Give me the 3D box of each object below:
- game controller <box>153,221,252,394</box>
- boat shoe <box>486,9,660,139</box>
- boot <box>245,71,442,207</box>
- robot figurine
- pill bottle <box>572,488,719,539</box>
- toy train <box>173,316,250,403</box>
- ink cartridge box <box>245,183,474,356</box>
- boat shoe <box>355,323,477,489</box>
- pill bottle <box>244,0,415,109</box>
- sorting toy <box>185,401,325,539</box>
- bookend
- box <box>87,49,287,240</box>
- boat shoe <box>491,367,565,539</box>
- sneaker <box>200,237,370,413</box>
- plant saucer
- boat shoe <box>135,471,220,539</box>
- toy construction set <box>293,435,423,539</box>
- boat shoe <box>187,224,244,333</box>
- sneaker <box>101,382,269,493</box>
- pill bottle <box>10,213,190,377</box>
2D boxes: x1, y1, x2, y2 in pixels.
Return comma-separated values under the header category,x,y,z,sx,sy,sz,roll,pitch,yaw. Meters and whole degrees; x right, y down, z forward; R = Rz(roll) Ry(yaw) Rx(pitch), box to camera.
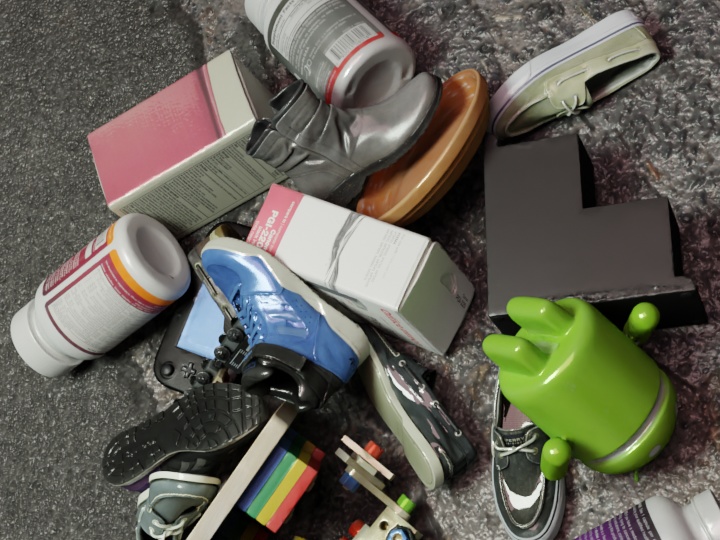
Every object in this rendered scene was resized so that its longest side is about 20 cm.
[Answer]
category,x,y,z,sx,sy,sz,roll,pitch,yaw
game controller,-0.155,0.046,1.482,0.104,0.042,0.202,16,78,28
boat shoe,0.219,-0.196,1.388,0.199,0.072,0.062,-35,58,5
boot,-0.019,-0.159,1.398,0.200,0.131,0.070,-44,25,16
robot figurine,0.208,0.106,1.220,0.176,0.200,0.115,-55,20,-15
pill bottle,0.240,0.274,1.174,0.199,0.112,0.113,-31,61,11
toy train,-0.160,0.126,1.416,0.200,0.046,0.034,-53,13,31
ink cartridge box,0.000,0.000,1.368,0.199,0.146,0.085,19,77,29
boat shoe,0.054,0.125,1.346,0.066,0.075,0.200,-21,50,-16
pill bottle,-0.038,-0.263,1.506,0.114,0.114,0.200,-45,59,3
sorting toy,-0.108,0.235,1.313,0.069,0.199,0.201,35,89,1
bookend,0.228,-0.044,1.314,0.197,0.092,0.202,-9,66,19
box,-0.188,-0.136,1.516,0.199,0.128,0.110,-29,61,11
boat shoe,0.152,0.162,1.281,0.071,0.071,0.202,-11,66,20
sneaker,-0.098,0.058,1.317,0.199,0.077,0.111,37,60,5
plant saucer,0.070,-0.120,1.391,0.200,0.037,0.201,-49,17,20
boat shoe,-0.189,0.247,1.351,0.072,0.200,0.062,12,67,-17
toy construction set,-0.015,0.267,1.312,0.131,0.092,0.201,36,98,31
boat shoe,-0.117,0.050,1.430,0.065,0.073,0.201,-31,81,18
sneaker,-0.169,0.181,1.401,0.199,0.087,0.076,-23,53,23
pill bottle,-0.295,0.032,1.499,0.199,0.109,0.110,-35,59,24
